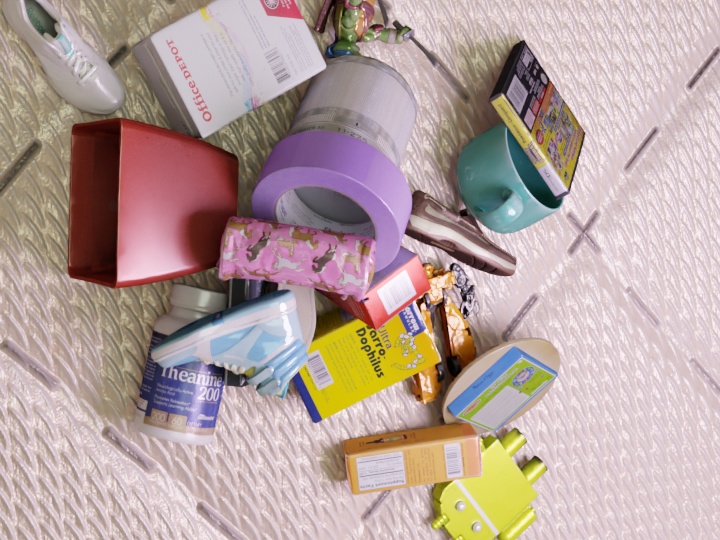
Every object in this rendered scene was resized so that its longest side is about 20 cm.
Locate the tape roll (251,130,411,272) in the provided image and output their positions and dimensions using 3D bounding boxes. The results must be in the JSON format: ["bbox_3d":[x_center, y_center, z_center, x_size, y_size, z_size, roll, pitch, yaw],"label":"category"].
[{"bbox_3d":[-0.037,-0.082,1.468,0.199,0.199,0.066,36,49,-19],"label":"tape roll"}]

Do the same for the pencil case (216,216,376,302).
[{"bbox_3d":[-0.080,-0.015,1.432,0.197,0.083,0.088,10,106,-1],"label":"pencil case"}]

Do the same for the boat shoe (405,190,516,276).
[{"bbox_3d":[0.154,-0.059,1.715,0.200,0.074,0.076,25,78,-21],"label":"boat shoe"}]

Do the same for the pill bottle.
[{"bbox_3d":[-0.232,0.124,1.550,0.109,0.111,0.203,12,89,-22],"label":"pill bottle"}]

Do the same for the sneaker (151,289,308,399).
[{"bbox_3d":[-0.158,0.117,1.463,0.197,0.080,0.132,-20,100,6],"label":"sneaker"}]

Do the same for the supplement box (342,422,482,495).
[{"bbox_3d":[0.075,0.273,1.680,0.196,0.067,0.070,-5,100,-4],"label":"supplement box"}]

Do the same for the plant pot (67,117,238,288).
[{"bbox_3d":[-0.262,-0.085,1.489,0.174,0.199,0.204,0,94,-31],"label":"plant pot"}]

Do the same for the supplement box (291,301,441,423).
[{"bbox_3d":[-0.002,0.109,1.612,0.198,0.109,0.111,-26,103,1],"label":"supplement box"}]

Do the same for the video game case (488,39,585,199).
[{"bbox_3d":[0.266,-0.226,1.708,0.181,0.025,0.201,52,33,-17],"label":"video game case"}]

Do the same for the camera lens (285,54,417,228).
[{"bbox_3d":[-0.016,-0.177,1.562,0.159,0.159,0.202,35,51,-20],"label":"camera lens"}]

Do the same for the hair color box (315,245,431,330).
[{"bbox_3d":[0.000,0.000,1.584,0.101,0.199,0.062,-35,122,-15],"label":"hair color box"}]

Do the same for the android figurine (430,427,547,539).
[{"bbox_3d":[0.192,0.340,1.765,0.199,0.041,0.183,-40,108,-11],"label":"android figurine"}]

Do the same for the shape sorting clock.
[{"bbox_3d":[0.209,0.172,1.721,0.197,0.039,0.202,-21,143,-17],"label":"shape sorting clock"}]

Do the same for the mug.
[{"bbox_3d":[0.202,-0.131,1.680,0.184,0.114,0.154,-7,73,-55],"label":"mug"}]

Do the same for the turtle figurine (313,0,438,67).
[{"bbox_3d":[0.038,-0.380,1.600,0.142,0.199,0.197,14,79,-35],"label":"turtle figurine"}]

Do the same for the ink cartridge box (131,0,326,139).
[{"bbox_3d":[-0.178,-0.281,1.527,0.198,0.144,0.147,-31,105,-17],"label":"ink cartridge box"}]

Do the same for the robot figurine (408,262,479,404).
[{"bbox_3d":[0.109,0.087,1.713,0.143,0.058,0.203,-14,99,-21],"label":"robot figurine"}]

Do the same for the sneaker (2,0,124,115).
[{"bbox_3d":[-0.379,-0.280,1.477,0.075,0.088,0.200,-47,109,-14],"label":"sneaker"}]

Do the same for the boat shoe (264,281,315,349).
[{"bbox_3d":[-0.098,0.046,1.556,0.071,0.060,0.203,8,73,-12],"label":"boat shoe"}]

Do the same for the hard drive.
[{"bbox_3d":[-0.147,0.050,1.568,0.032,0.139,0.204,3,92,11],"label":"hard drive"}]
